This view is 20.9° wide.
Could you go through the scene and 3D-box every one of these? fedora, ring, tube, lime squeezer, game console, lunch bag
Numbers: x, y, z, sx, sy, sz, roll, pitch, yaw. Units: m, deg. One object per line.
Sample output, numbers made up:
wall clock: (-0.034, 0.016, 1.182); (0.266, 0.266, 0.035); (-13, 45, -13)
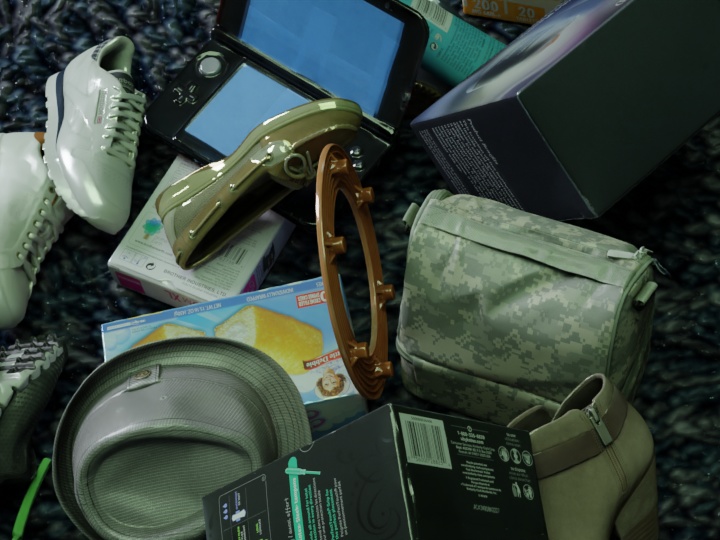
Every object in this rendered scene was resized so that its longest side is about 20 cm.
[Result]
fedora: (-0.134, 0.144, 1.453); (0.198, 0.090, 0.178); (-7, 100, -1)
ring: (0.000, 0.000, 1.515); (0.019, 0.201, 0.202); (-8, 55, 12)
tube: (0.105, -0.173, 1.673); (0.199, 0.050, 0.078); (30, 67, -10)
lime squeezer: (-0.248, 0.231, 1.494); (0.070, 0.038, 0.201); (-19, 55, -6)
game console: (-0.066, -0.161, 1.631); (0.199, 0.119, 0.173); (31, 66, 20)
lunch bag: (0.130, 0.027, 1.500); (0.199, 0.168, 0.140); (18, 61, 18)

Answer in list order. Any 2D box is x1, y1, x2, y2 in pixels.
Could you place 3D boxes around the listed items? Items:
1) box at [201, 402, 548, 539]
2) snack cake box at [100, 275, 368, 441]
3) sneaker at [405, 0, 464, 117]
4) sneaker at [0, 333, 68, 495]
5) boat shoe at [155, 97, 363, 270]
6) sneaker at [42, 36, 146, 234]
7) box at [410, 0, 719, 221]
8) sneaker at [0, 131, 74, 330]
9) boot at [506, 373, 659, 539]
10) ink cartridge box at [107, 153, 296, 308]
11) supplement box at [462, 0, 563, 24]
box: (0.010, 0.191, 1.356); (0.199, 0.148, 0.125); (-30, 59, 38)
snack cake box: (-0.099, 0.086, 1.552); (0.198, 0.067, 0.116); (-12, 55, 0)
sneaker: (-0.002, -0.210, 1.734); (0.199, 0.070, 0.109); (17, 65, 10)
sneaker: (-0.285, 0.128, 1.550); (0.066, 0.091, 0.200); (-5, 27, 24)
boat shoe: (-0.077, -0.071, 1.577); (0.200, 0.073, 0.064); (-28, 68, 20)
sneaker: (-0.221, -0.119, 1.677); (0.080, 0.076, 0.201); (-32, 49, 20)
box: (0.179, -0.139, 1.567); (0.200, 0.198, 0.124); (-40, 103, -20)
sneaker: (-0.279, -0.043, 1.658); (0.084, 0.073, 0.201); (-8, 54, 5)
boot: (0.139, 0.175, 1.411); (0.200, 0.147, 0.070); (-39, 26, -30)
ink cartridge box: (-0.113, -0.055, 1.665); (0.119, 0.042, 0.201); (21, 64, 18)
supplement box: (0.150, -0.302, 1.697); (0.125, 0.201, 0.074); (12, 59, 16)
